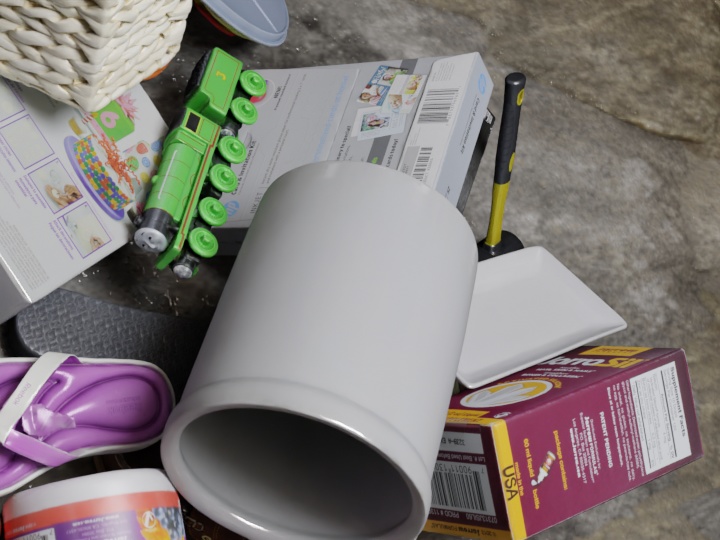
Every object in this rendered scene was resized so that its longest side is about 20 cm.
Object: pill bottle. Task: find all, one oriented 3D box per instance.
[{"bbox_3d":[-0.152,0.231,0.939,0.111,0.111,0.202,-2,74,-37],"label":"pill bottle"}]

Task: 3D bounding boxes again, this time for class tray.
[{"bbox_3d":[0.110,0.038,1.176,0.199,0.022,0.107,-16,49,-43],"label":"tray"}]

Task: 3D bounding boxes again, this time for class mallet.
[{"bbox_3d":[0.118,-0.070,1.228,0.041,0.201,0.066,26,34,26],"label":"mallet"}]

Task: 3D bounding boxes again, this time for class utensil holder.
[{"bbox_3d":[-0.020,0.054,0.975,0.169,0.170,0.201,34,49,-22],"label":"utensil holder"}]

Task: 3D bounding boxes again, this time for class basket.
[{"bbox_3d":[-0.212,-0.206,0.993,0.199,0.124,0.136,25,35,13],"label":"basket"}]

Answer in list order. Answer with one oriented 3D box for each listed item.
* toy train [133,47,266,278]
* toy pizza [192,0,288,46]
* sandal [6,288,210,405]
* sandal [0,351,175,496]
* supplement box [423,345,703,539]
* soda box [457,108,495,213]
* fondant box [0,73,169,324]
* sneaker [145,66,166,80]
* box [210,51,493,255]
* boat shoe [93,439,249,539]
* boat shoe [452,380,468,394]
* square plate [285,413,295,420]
[{"bbox_3d":[-0.112,-0.078,1.063,0.056,0.042,0.201,31,46,-19],"label":"toy train"},{"bbox_3d":[-0.127,-0.245,1.146,0.200,0.032,0.201,46,21,-23],"label":"toy pizza"},{"bbox_3d":[-0.150,0.064,1.057,0.199,0.043,0.077,24,52,-20],"label":"sandal"},{"bbox_3d":[-0.190,0.086,0.939,0.202,0.050,0.083,-13,86,-48],"label":"sandal"},{"bbox_3d":[0.137,0.120,1.097,0.199,0.110,0.086,-17,98,-37],"label":"supplement box"},{"bbox_3d":[0.047,-0.076,1.198,0.063,0.071,0.200,44,35,-14],"label":"soda box"},{"bbox_3d":[-0.212,-0.068,1.022,0.145,0.058,0.200,57,40,-5],"label":"fondant box"},{"bbox_3d":[-0.198,-0.232,1.104,0.200,0.078,0.076,43,52,-16],"label":"sneaker"},{"bbox_3d":[-0.016,-0.083,1.110,0.041,0.199,0.157,57,42,-46],"label":"box"},{"bbox_3d":[-0.087,0.160,1.043,0.199,0.070,0.071,35,59,-20],"label":"boat shoe"},{"bbox_3d":[0.146,0.131,1.212,0.200,0.066,0.072,36,45,-34],"label":"boat shoe"},{"bbox_3d":[-0.004,0.082,1.134,0.200,0.028,0.198,51,34,-11],"label":"square plate"}]
